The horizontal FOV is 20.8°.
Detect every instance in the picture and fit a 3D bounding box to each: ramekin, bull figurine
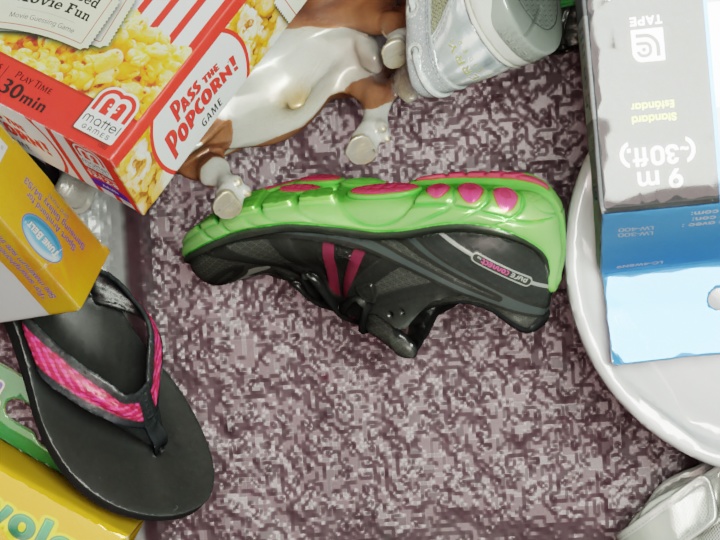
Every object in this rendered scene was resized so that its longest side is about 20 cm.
[{"bbox_3d":[0.192,-0.010,0.906,0.200,0.094,0.205,0,92,3],"label":"ramekin"},{"bbox_3d":[-0.059,-0.079,0.912,0.199,0.122,0.065,-29,124,-1],"label":"bull figurine"}]

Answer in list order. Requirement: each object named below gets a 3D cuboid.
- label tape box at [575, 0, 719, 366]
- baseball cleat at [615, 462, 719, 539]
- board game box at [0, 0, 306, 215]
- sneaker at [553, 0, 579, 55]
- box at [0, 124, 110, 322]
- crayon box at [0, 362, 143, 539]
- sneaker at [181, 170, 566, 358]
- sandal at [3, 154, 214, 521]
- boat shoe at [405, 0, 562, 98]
[{"bbox_3d":[0.167,-0.065,0.826,0.142,0.066,0.202,-5,90,4],"label":"label tape box"},{"bbox_3d":[0.161,0.176,0.946,0.106,0.070,0.202,22,85,7],"label":"baseball cleat"},{"bbox_3d":[-0.099,-0.140,0.874,0.151,0.046,0.201,26,70,27],"label":"board game box"},{"bbox_3d":[0.158,-0.159,0.908,0.198,0.078,0.086,-12,93,5],"label":"sneaker"},{"bbox_3d":[-0.226,-0.021,0.894,0.199,0.042,0.119,-11,133,34],"label":"box"},{"bbox_3d":[-0.194,0.154,0.965,0.125,0.052,0.201,28,95,1],"label":"crayon box"},{"bbox_3d":[0.000,0.000,0.903,0.198,0.077,0.085,1,103,32],"label":"sneaker"},{"bbox_3d":[-0.132,0.031,0.940,0.075,0.045,0.201,-29,90,-37],"label":"sandal"},{"bbox_3d":[0.045,-0.168,0.882,0.064,0.074,0.204,-25,53,28],"label":"boat shoe"}]
